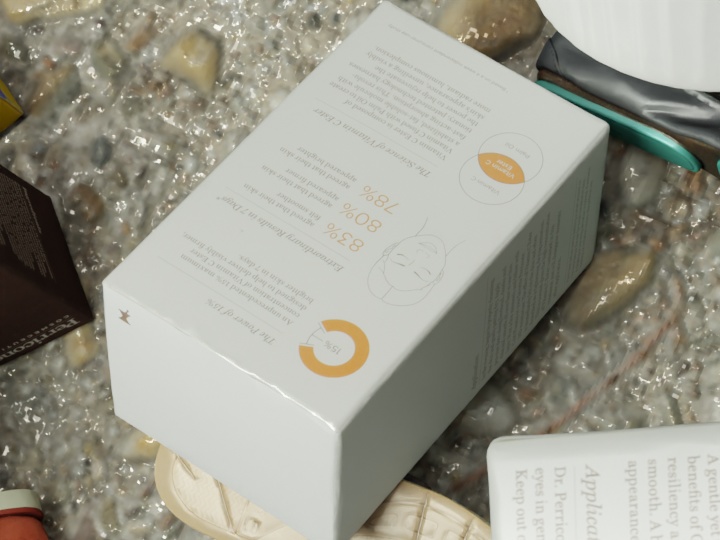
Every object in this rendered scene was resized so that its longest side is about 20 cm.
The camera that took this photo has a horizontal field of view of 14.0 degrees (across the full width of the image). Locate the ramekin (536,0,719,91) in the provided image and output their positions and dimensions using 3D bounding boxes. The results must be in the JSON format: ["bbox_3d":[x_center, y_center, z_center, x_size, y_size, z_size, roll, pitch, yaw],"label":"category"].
[{"bbox_3d":[0.156,-0.171,1.264,0.200,0.098,0.201,-3,51,4],"label":"ramekin"}]

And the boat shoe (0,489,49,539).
[{"bbox_3d":[-0.232,0.159,1.347,0.199,0.071,0.063,-18,75,7],"label":"boat shoe"}]

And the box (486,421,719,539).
[{"bbox_3d":[0.156,0.173,1.156,0.171,0.200,0.200,-6,74,17],"label":"box"}]

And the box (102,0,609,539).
[{"bbox_3d":[0.000,0.000,1.258,0.124,0.098,0.200,31,58,21],"label":"box"}]

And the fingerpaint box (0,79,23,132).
[{"bbox_3d":[-0.288,-0.107,1.426,0.167,0.073,0.200,-39,70,5],"label":"fingerpaint box"}]

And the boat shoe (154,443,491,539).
[{"bbox_3d":[0.007,0.116,1.286,0.199,0.065,0.072,24,101,13],"label":"boat shoe"}]

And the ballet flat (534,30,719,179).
[{"bbox_3d":[0.168,-0.062,1.283,0.200,0.073,0.073,34,88,23],"label":"ballet flat"}]

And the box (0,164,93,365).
[{"bbox_3d":[-0.207,-0.007,1.309,0.100,0.200,0.075,-26,73,10],"label":"box"}]
